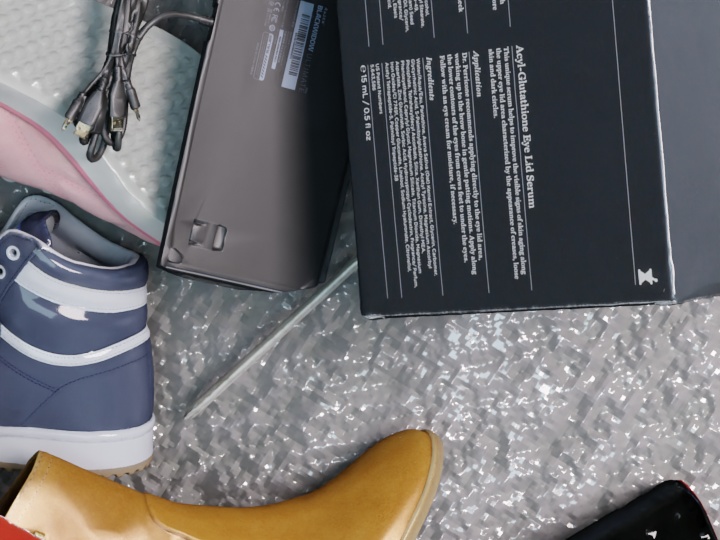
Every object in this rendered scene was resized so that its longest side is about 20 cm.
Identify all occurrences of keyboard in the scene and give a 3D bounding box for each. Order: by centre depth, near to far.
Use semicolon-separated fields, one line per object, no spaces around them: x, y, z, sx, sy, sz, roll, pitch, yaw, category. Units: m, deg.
-0.050;-0.095;0.901;0.127;0.021;0.200;13;89;-30;keyboard

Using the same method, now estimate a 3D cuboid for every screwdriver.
0.000;0.000;0.954;0.200;0.028;0.029;-47;68;9;screwdriver

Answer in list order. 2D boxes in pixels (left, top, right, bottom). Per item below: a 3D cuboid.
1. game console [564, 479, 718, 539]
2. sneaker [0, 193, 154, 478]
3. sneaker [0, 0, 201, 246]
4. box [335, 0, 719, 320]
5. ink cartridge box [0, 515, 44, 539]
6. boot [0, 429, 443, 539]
0.092;0.207;0.952;0.200;0.031;0.177;-27;97;-23;game console
-0.182;0.022;0.950;0.200;0.070;0.109;5;108;-4;sneaker
-0.131;-0.066;0.934;0.200;0.105;0.075;34;61;-29;sneaker
0.068;-0.086;0.860;0.141;0.079;0.200;-3;92;40;box
-0.125;0.185;0.874;0.200;0.050;0.162;30;121;-10;ink cartridge box
-0.072;0.113;0.936;0.144;0.071;0.201;39;82;-14;boot
